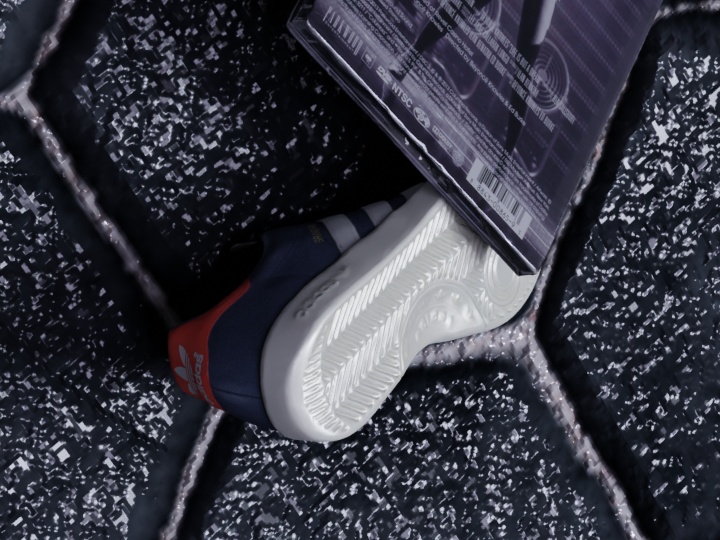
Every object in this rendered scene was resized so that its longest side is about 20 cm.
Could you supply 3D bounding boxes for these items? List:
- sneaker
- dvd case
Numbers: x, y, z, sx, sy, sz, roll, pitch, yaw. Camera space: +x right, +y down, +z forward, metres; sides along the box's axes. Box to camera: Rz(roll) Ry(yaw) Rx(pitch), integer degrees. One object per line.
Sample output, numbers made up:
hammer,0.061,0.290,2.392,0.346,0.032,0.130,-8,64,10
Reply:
sneaker,0.000,0.000,0.911,0.200,0.084,0.076,-31,120,-49
dvd case,0.060,-0.122,0.908,0.149,0.016,0.201,45,58,-31
